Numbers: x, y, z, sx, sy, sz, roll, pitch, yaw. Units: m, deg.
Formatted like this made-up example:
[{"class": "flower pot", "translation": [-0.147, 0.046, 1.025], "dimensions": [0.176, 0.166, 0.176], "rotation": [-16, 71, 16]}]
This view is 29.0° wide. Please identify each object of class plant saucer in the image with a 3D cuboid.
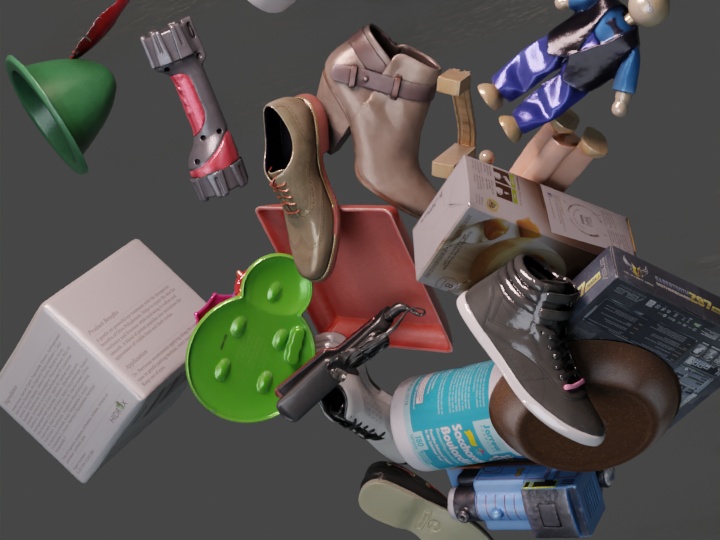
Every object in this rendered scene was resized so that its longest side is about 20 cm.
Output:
[{"class": "plant saucer", "translation": [0.232, 0.151, 1.434], "dimensions": [0.199, 0.037, 0.201], "rotation": [1, 135, 1]}, {"class": "plant saucer", "translation": [0.000, 0.000, 1.563], "dimensions": [0.199, 0.037, 0.200], "rotation": [2, 130, 40]}]

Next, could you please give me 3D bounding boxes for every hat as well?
[{"class": "hat", "translation": [-0.307, -0.231, 1.664], "dimensions": [0.166, 0.176, 0.200], "rotation": [56, 164, -10]}]

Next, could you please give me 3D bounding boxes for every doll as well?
[{"class": "doll", "translation": [0.216, -0.205, 1.349], "dimensions": [0.200, 0.048, 0.137], "rotation": [-37, 75, 22]}]

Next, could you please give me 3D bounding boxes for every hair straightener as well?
[{"class": "hair straightener", "translation": [-0.010, 0.102, 1.520], "dimensions": [0.199, 0.077, 0.041], "rotation": [-35, 111, 11]}]

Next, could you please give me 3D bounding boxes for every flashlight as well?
[{"class": "flashlight", "translation": [-0.193, -0.182, 1.595], "dimensions": [0.068, 0.068, 0.201], "rotation": [-11, 111, 36]}]

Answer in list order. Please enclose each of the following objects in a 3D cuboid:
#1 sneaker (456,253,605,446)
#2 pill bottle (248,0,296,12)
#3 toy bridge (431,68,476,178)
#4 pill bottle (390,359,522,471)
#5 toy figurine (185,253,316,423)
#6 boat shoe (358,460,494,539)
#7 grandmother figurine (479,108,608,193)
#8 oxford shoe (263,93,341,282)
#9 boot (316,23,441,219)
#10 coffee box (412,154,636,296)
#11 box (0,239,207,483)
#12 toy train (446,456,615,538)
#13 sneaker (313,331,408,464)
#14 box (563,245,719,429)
[{"class": "sneaker", "translation": [0.185, 0.070, 1.335], "dimensions": [0.200, 0.071, 0.099], "rotation": [52, 120, 18]}, {"class": "pill bottle", "translation": [-0.041, -0.348, 1.392], "dimensions": [0.200, 0.114, 0.115], "rotation": [-32, 97, 37]}, {"class": "toy bridge", "translation": [0.100, -0.115, 1.465], "dimensions": [0.027, 0.067, 0.201], "rotation": [13, 119, 23]}, {"class": "pill bottle", "translation": [0.140, 0.158, 1.560], "dimensions": [0.199, 0.111, 0.111], "rotation": [-16, 107, 34]}, {"class": "toy figurine", "translation": [-0.136, 0.054, 1.634], "dimensions": [0.149, 0.184, 0.201], "rotation": [17, 100, -19]}, {"class": "boat shoe", "translation": [0.090, 0.301, 1.696], "dimensions": [0.201, 0.063, 0.074], "rotation": [32, 116, -6]}, {"class": "grandmother figurine", "translation": [0.169, -0.079, 1.454], "dimensions": [0.121, 0.060, 0.200], "rotation": [43, 125, 12]}, {"class": "oxford shoe", "translation": [-0.072, -0.084, 1.471], "dimensions": [0.070, 0.075, 0.202], "rotation": [-6, 94, 41]}, {"class": "boot", "translation": [0.041, -0.160, 1.481], "dimensions": [0.199, 0.070, 0.147], "rotation": [34, 116, -4]}, {"class": "coffee box", "translation": [0.167, -0.022, 1.413], "dimensions": [0.199, 0.080, 0.115], "rotation": [18, 131, -19]}, {"class": "box", "translation": [-0.312, 0.111, 1.731], "dimensions": [0.171, 0.199, 0.200], "rotation": [43, 128, 3]}, {"class": "toy train", "translation": [0.187, 0.246, 1.577], "dimensions": [0.199, 0.114, 0.087], "rotation": [-6, 111, 31]}, {"class": "sneaker", "translation": [-0.004, 0.168, 1.649], "dimensions": [0.073, 0.080, 0.200], "rotation": [-24, 118, 36]}, {"class": "box", "translation": [0.284, 0.073, 1.416], "dimensions": [0.199, 0.051, 0.158], "rotation": [23, 130, -21]}]
